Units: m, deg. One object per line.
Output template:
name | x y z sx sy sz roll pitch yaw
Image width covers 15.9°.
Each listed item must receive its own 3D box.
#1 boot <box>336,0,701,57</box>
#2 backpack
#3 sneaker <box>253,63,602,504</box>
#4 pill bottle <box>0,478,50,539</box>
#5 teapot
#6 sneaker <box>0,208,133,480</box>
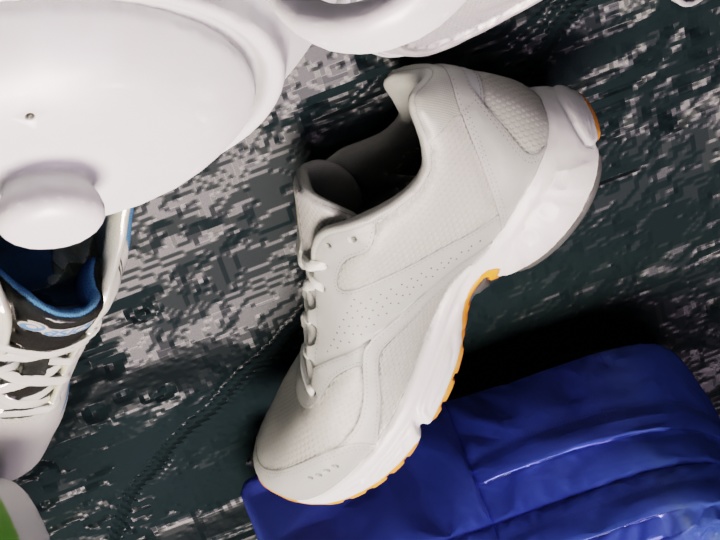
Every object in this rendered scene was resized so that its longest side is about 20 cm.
boot | 0.079 -0.118 0.839 0.200 0.096 0.073 -41 137 20
backpack | 0.076 0.139 1.069 0.199 0.168 0.163 -23 147 -6
sneaker | 0.000 0.000 0.962 0.092 0.076 0.200 19 117 -29
pill bottle | -0.211 0.142 0.915 0.199 0.111 0.111 -7 138 -24
teapot | -0.079 -0.078 0.633 0.196 0.147 0.200 -3 157 -16
sneaker | -0.122 0.014 0.912 0.071 0.073 0.201 -5 138 -22
